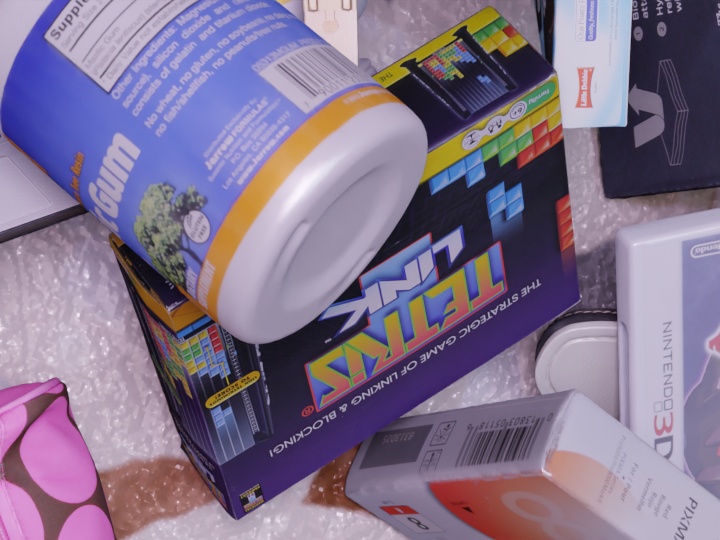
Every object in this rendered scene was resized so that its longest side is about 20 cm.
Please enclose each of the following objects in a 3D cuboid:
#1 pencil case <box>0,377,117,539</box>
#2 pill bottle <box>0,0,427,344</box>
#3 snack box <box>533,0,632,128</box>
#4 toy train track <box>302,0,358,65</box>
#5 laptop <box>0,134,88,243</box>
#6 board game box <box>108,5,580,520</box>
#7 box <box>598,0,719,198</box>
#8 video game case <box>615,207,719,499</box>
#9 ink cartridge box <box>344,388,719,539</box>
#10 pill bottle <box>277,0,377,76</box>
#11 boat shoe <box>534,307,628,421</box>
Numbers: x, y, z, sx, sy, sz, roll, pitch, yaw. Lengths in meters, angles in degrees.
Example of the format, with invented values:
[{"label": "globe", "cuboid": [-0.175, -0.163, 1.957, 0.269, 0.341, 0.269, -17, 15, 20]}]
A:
[{"label": "pencil case", "cuboid": [-0.130, 0.150, 1.027, 0.090, 0.094, 0.201, -23, 89, -10]}, {"label": "pill bottle", "cuboid": [-0.080, -0.073, 0.950, 0.200, 0.112, 0.112, 39, 64, 18]}, {"label": "snack box", "cuboid": [0.100, -0.161, 1.121, 0.037, 0.200, 0.117, 0, 119, 0]}, {"label": "toy train track", "cuboid": [-0.015, -0.182, 1.024, 0.114, 0.033, 0.201, -2, 94, 0]}, {"label": "laptop", "cuboid": [-0.191, -0.110, 1.003, 0.187, 0.200, 0.116, -22, 137, -29]}, {"label": "board game box", "cuboid": [0.000, 0.000, 1.071, 0.199, 0.057, 0.166, -32, 143, -14]}, {"label": "box", "cuboid": [0.210, -0.143, 1.192, 0.117, 0.200, 0.198, -7, 92, -31]}, {"label": "video game case", "cuboid": [0.222, 0.047, 1.206, 0.199, 0.023, 0.183, -12, 115, -16]}, {"label": "ink cartridge box", "cuboid": [0.111, 0.134, 1.145, 0.200, 0.162, 0.050, 40, 63, -22]}, {"label": "pill bottle", "cuboid": [-0.063, -0.148, 1.082, 0.112, 0.112, 0.201, -30, 103, -28]}, {"label": "boat shoe", "cuboid": [0.170, 0.054, 1.243, 0.199, 0.060, 0.074, 13, 124, -25]}]
